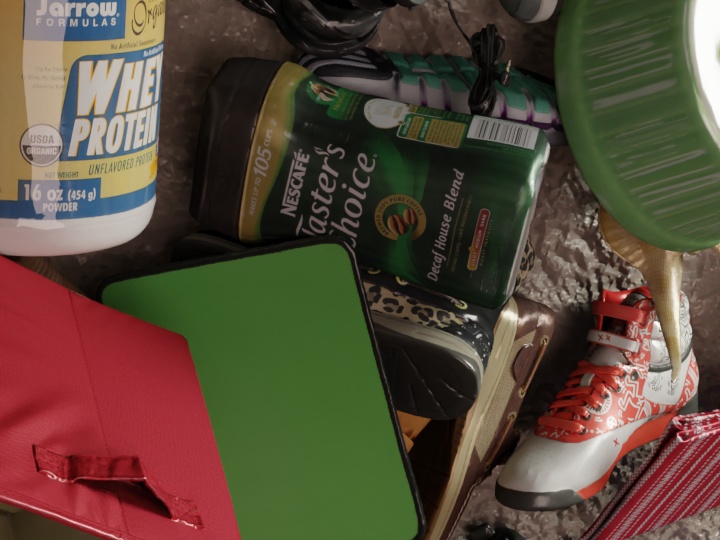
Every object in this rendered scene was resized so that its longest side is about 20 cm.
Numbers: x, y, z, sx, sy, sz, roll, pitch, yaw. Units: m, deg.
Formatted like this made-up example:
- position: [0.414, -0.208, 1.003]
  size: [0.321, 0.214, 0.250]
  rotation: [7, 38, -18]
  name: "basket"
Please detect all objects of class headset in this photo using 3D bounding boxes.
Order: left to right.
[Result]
- position: [-0.001, -0.156, 1.029]
  size: [0.199, 0.123, 0.094]
  rotation: [20, 63, -27]
  name: "headset"

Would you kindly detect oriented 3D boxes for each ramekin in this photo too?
- position: [0.222, -0.118, 1.117]
  size: [0.199, 0.097, 0.201]
  rotation: [9, 75, -39]
  name: "ramekin"

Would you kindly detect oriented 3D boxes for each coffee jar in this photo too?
- position: [0.002, -0.053, 1.038]
  size: [0.199, 0.085, 0.105]
  rotation: [15, 121, 6]
  name: "coffee jar"

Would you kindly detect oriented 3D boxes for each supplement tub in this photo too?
- position: [-0.177, -0.121, 0.961]
  size: [0.144, 0.145, 0.201]
  rotation: [-3, 109, -23]
  name: "supplement tub"

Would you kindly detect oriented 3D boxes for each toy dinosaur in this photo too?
- position: [0.204, -0.023, 1.198]
  size: [0.101, 0.058, 0.201]
  rotation: [-6, 78, -25]
  name: "toy dinosaur"

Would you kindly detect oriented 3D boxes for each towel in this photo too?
- position: [0.254, 0.128, 1.249]
  size: [0.199, 0.023, 0.145]
  rotation: [-12, 147, -34]
  name: "towel"

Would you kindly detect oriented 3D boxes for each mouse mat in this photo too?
- position: [-0.058, 0.083, 1.057]
  size: [0.160, 0.008, 0.201]
  rotation: [-10, 109, 14]
  name: "mouse mat"

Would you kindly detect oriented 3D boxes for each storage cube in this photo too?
- position: [-0.184, 0.120, 0.925]
  size: [0.171, 0.180, 0.200]
  rotation: [27, 119, -38]
  name: "storage cube"

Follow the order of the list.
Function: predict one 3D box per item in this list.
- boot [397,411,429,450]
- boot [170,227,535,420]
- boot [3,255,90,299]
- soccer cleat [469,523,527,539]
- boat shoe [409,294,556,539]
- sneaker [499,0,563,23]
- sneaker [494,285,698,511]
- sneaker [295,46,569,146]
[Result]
- position: [-0.010, 0.143, 1.157]
  size: [0.155, 0.077, 0.200]
  rotation: [-43, 103, -12]
  name: "boot"
- position: [0.001, 0.001, 1.114]
  size: [0.203, 0.154, 0.074]
  rotation: [22, 129, 12]
  name: "boot"
- position: [-0.228, 0.090, 1.061]
  size: [0.200, 0.077, 0.156]
  rotation: [-41, 124, -13]
  name: "boot"
- position: [0.050, 0.262, 1.238]
  size: [0.200, 0.065, 0.084]
  rotation: [-40, 117, -8]
  name: "soccer cleat"
- position: [0.076, 0.110, 1.197]
  size: [0.072, 0.072, 0.201]
  rotation: [13, 99, -30]
  name: "boat shoe"
- position: [0.047, -0.229, 1.057]
  size: [0.120, 0.084, 0.201]
  rotation: [-23, 107, -21]
  name: "sneaker"
- position: [0.154, 0.076, 1.196]
  size: [0.201, 0.067, 0.109]
  rotation: [-24, 116, -42]
  name: "sneaker"
- position: [0.049, -0.085, 1.125]
  size: [0.199, 0.075, 0.088]
  rotation: [8, 115, -15]
  name: "sneaker"
